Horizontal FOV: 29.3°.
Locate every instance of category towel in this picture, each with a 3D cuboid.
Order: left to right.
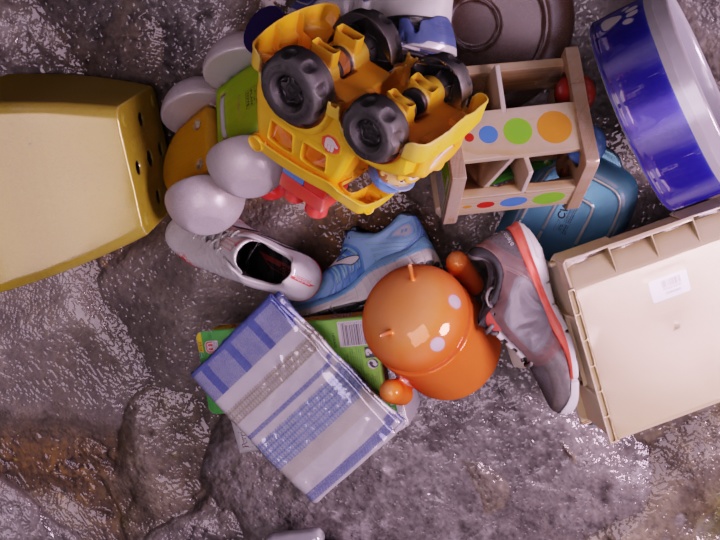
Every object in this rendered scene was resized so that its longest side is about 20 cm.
[{"bbox_3d":[-0.066,0.136,1.456,0.200,0.024,0.147,45,110,1],"label":"towel"}]

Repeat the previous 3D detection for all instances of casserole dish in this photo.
[{"bbox_3d":[0.210,-0.040,1.450,0.121,0.039,0.200,26,110,2],"label":"casserole dish"}]

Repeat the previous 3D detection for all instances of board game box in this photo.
[{"bbox_3d":[-0.073,0.100,1.473,0.200,0.030,0.096,-6,101,11],"label":"board game box"}]

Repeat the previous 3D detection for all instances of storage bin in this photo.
[{"bbox_3d":[0.303,0.046,1.395,0.200,0.094,0.199,-19,103,-5],"label":"storage bin"}]

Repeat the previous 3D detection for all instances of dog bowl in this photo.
[{"bbox_3d":[0.293,-0.161,1.306,0.079,0.200,0.200,-23,102,20],"label":"dog bowl"}]

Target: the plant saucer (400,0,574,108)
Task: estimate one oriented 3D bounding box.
[{"bbox_3d":[0.117,-0.253,1.403,0.200,0.032,0.200,3,108,10],"label":"plant saucer"}]

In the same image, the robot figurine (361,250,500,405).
[{"bbox_3d":[0.073,0.066,1.417,0.144,0.200,0.117,-30,59,12],"label":"robot figurine"}]

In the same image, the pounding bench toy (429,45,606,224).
[{"bbox_3d":[0.152,-0.120,1.378,0.156,0.200,0.124,-6,72,-3],"label":"pounding bench toy"}]

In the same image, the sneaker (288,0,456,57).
[{"bbox_3d":[0.027,-0.275,1.366,0.199,0.081,0.115,13,92,43],"label":"sneaker"}]

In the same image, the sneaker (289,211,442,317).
[{"bbox_3d":[0.000,0.000,1.498,0.200,0.078,0.090,-27,63,30],"label":"sneaker"}]

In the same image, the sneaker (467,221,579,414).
[{"bbox_3d":[0.158,0.055,1.383,0.082,0.077,0.200,-19,93,-8],"label":"sneaker"}]

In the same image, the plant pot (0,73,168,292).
[{"bbox_3d":[-0.303,-0.105,1.451,0.176,0.200,0.200,-7,107,10],"label":"plant pot"}]

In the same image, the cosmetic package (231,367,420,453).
[{"bbox_3d":[-0.045,0.128,1.533,0.200,0.085,0.108,-13,102,14],"label":"cosmetic package"}]

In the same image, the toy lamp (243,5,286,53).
[{"bbox_3d":[-0.031,-0.198,1.380,0.058,0.200,0.058,-15,64,33],"label":"toy lamp"}]

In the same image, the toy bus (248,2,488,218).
[{"bbox_3d":[-0.005,-0.121,1.271,0.200,0.136,0.192,32,133,21],"label":"toy bus"}]

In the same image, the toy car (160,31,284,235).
[{"bbox_3d":[-0.113,-0.132,1.427,0.150,0.175,0.200,15,146,-34],"label":"toy car"}]

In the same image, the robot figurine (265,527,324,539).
[{"bbox_3d":[-0.057,0.381,1.603,0.200,0.113,0.170,-17,89,16],"label":"robot figurine"}]

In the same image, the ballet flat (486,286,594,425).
[{"bbox_3d":[0.200,0.091,1.459,0.200,0.074,0.074,40,111,-12],"label":"ballet flat"}]

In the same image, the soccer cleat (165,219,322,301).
[{"bbox_3d":[-0.133,-0.021,1.480,0.200,0.085,0.069,23,88,23],"label":"soccer cleat"}]
